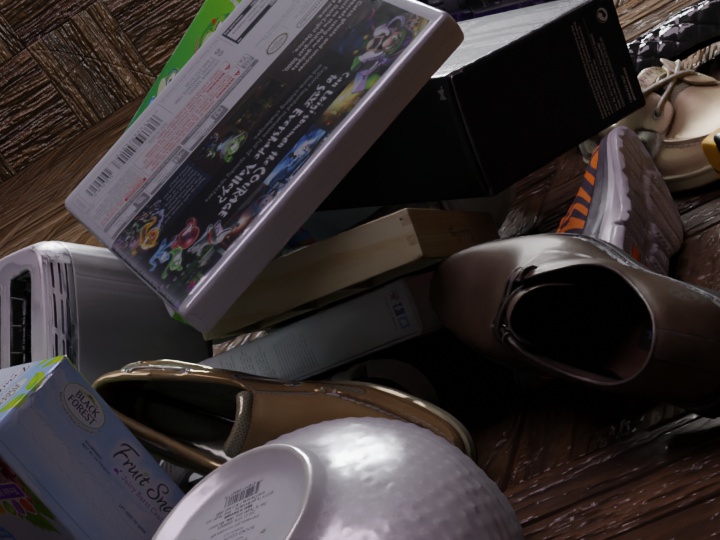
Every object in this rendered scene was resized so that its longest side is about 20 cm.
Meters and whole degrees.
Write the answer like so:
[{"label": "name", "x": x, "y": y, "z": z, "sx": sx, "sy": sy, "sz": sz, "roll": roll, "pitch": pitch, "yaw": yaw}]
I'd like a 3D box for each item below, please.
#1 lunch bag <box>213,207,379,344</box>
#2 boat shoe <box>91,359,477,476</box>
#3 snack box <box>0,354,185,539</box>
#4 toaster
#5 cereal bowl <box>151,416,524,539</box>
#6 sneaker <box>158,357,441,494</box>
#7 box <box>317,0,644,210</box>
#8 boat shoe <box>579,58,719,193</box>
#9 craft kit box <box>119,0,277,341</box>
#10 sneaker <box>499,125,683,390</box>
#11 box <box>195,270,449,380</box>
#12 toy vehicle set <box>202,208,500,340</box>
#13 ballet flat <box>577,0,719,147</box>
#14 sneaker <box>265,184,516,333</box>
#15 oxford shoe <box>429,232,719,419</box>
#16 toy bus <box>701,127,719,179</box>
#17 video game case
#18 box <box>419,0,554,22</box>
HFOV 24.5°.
[{"label": "lunch bag", "x": -0.072, "y": -0.024, "z": 1.212, "sx": 0.170, "sy": 0.122, "sz": 0.200, "roll": -22, "pitch": 0, "yaw": 39}, {"label": "boat shoe", "x": -0.044, "y": 0.084, "z": 0.826, "sx": 0.200, "sy": 0.072, "sz": 0.076, "roll": 5, "pitch": -10, "yaw": 21}, {"label": "snack box", "x": -0.169, "y": 0.136, "z": 0.898, "sx": 0.200, "sy": 0.169, "sz": 0.068, "roll": -12, "pitch": 31, "yaw": 54}, {"label": "toaster", "x": -0.169, "y": 0.061, "z": 1.046, "sx": 0.129, "sy": 0.200, "sz": 0.114, "roll": 13, "pitch": -23, "yaw": -42}, {"label": "cereal bowl", "x": -0.034, "y": 0.136, "z": 0.703, "sx": 0.200, "sy": 0.083, "sz": 0.200, "roll": -32, "pitch": 27, "yaw": 19}, {"label": "sneaker", "x": -0.052, "y": 0.113, "z": 0.913, "sx": 0.200, "sy": 0.067, "sz": 0.091, "roll": -25, "pitch": 16, "yaw": 27}, {"label": "box", "x": 0.051, "y": -0.101, "z": 1.026, "sx": 0.141, "sy": 0.079, "sz": 0.200, "roll": -28, "pitch": 15, "yaw": -34}, {"label": "boat shoe", "x": 0.189, "y": -0.094, "z": 1.027, "sx": 0.072, "sy": 0.065, "sz": 0.200, "roll": -39, "pitch": 15, "yaw": -16}, {"label": "craft kit box", "x": -0.074, "y": -0.090, "z": 1.010, "sx": 0.198, "sy": 0.048, "sz": 0.200, "roll": -54, "pitch": 34, "yaw": 11}, {"label": "sneaker", "x": 0.111, "y": -0.008, "z": 0.909, "sx": 0.112, "sy": 0.078, "sz": 0.200, "roll": -27, "pitch": 17, "yaw": 26}, {"label": "box", "x": -0.008, "y": 0.042, "z": 0.989, "sx": 0.200, "sy": 0.036, "sz": 0.144, "roll": -22, "pitch": -5, "yaw": 35}, {"label": "toy vehicle set", "x": 0.000, "y": 0.000, "z": 0.925, "sx": 0.124, "sy": 0.027, "sz": 0.200, "roll": -21, "pitch": -5, "yaw": 16}, {"label": "ballet flat", "x": 0.228, "y": -0.152, "z": 1.186, "sx": 0.200, "sy": 0.057, "sz": 0.066, "roll": -27, "pitch": -9, "yaw": 12}, {"label": "sneaker", "x": 0.027, "y": -0.014, "z": 1.086, "sx": 0.200, "sy": 0.075, "sz": 0.087, "roll": -34, "pitch": 9, "yaw": -14}, {"label": "oxford shoe", "x": 0.089, "y": 0.015, "z": 0.771, "sx": 0.200, "sy": 0.084, "sz": 0.073, "roll": 11, "pitch": 88, "yaw": 54}, {"label": "toy bus", "x": 0.222, "y": -0.042, "z": 0.771, "sx": 0.065, "sy": 0.078, "sz": 0.200, "roll": -33, "pitch": 15, "yaw": 3}, {"label": "video game case", "x": -0.058, "y": -0.077, "z": 0.886, "sx": 0.200, "sy": 0.023, "sz": 0.182, "roll": -49, "pitch": 35, "yaw": -4}, {"label": "box", "x": 0.095, "y": -0.183, "z": 1.242, "sx": 0.141, "sy": 0.200, "sz": 0.079, "roll": -34, "pitch": 15, "yaw": 5}]
